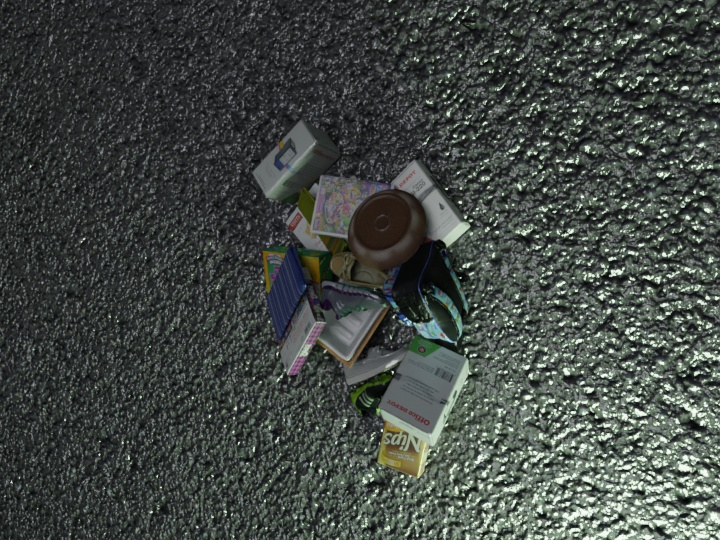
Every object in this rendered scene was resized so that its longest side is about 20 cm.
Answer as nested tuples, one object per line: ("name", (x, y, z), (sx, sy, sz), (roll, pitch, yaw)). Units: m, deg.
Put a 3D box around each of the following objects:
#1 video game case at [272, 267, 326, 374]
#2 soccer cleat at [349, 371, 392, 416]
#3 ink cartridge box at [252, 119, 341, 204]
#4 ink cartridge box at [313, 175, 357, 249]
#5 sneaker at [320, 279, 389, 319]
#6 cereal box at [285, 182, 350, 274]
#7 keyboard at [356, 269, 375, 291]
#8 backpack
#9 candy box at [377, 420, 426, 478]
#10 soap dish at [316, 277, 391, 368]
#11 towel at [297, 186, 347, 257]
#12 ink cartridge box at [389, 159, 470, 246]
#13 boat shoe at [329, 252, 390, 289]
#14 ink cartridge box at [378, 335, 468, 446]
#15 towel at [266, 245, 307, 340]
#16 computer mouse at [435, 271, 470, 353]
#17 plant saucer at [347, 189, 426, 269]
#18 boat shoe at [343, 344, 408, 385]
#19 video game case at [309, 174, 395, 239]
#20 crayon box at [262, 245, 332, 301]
("video game case", (-0.160, 0.129, 1.494), (0.203, 0.035, 0.184), (-60, 39, 34))
("soccer cleat", (0.038, 0.310, 1.459), (0.083, 0.066, 0.200), (59, 147, 8))
("ink cartridge box", (-0.165, -0.282, 1.553), (0.199, 0.144, 0.089), (-41, 72, 20))
("ink cartridge box", (-0.027, -0.156, 1.502), (0.116, 0.068, 0.201), (-34, 73, -18))
("sneaker", (-0.016, 0.083, 1.421), (0.195, 0.074, 0.091), (13, 88, 35))
("cereal box", (-0.096, -0.111, 1.576), (0.201, 0.039, 0.145), (47, 108, 17))
("keyboard", (0.052, -0.037, 1.436), (0.056, 0.011, 0.204), (35, 105, 27))
("backpack", (0.160, 0.063, 1.341), (0.132, 0.185, 0.202), (-15, 124, 35))
("candy box", (0.119, 0.391, 1.459), (0.112, 0.055, 0.207), (13, 94, 23))
("soap dish", (-0.025, 0.119, 1.494), (0.155, 0.081, 0.203), (33, 86, 21))
("towel", (-0.104, -0.116, 1.524), (0.202, 0.018, 0.087), (54, 147, 17))
("ink cartridge box", (0.150, -0.143, 1.437), (0.145, 0.084, 0.202), (-41, 71, 19))
("boat shoe", (0.000, 0.003, 1.422), (0.196, 0.063, 0.076), (22, 99, 29))
("ink cartridge box", (0.150, 0.279, 1.378), (0.143, 0.085, 0.203), (22, 64, 24))
("towel", (-0.189, 0.056, 1.509), (0.203, 0.023, 0.147), (-61, 38, 36))
("computer mouse", (0.188, 0.100, 1.436), (0.136, 0.046, 0.208), (8, 93, 24))
("plant saucer", (0.055, -0.104, 1.355), (0.194, 0.037, 0.207), (-8, 66, 19))
("boat shoe", (0.039, 0.228, 1.498), (0.197, 0.071, 0.070), (-29, 77, 31))
("video game case", (-0.020, -0.150, 1.436), (0.193, 0.018, 0.148), (10, 83, 16))
("crayon box", (-0.168, 0.006, 1.569), (0.195, 0.058, 0.123), (8, 110, 32))
